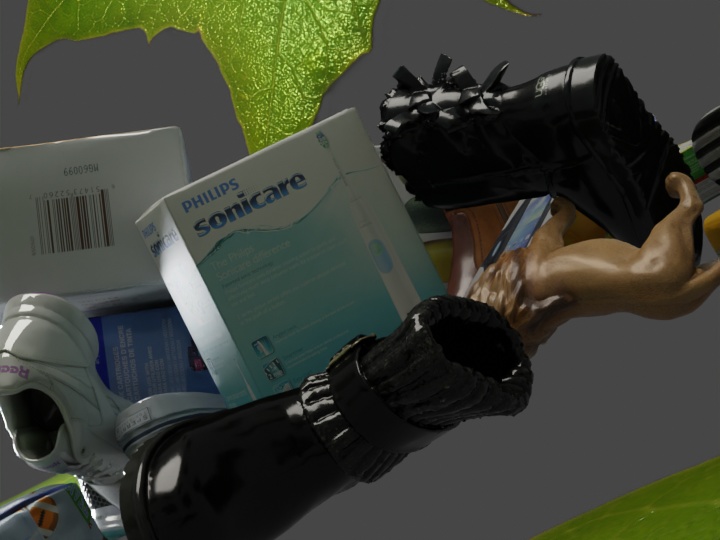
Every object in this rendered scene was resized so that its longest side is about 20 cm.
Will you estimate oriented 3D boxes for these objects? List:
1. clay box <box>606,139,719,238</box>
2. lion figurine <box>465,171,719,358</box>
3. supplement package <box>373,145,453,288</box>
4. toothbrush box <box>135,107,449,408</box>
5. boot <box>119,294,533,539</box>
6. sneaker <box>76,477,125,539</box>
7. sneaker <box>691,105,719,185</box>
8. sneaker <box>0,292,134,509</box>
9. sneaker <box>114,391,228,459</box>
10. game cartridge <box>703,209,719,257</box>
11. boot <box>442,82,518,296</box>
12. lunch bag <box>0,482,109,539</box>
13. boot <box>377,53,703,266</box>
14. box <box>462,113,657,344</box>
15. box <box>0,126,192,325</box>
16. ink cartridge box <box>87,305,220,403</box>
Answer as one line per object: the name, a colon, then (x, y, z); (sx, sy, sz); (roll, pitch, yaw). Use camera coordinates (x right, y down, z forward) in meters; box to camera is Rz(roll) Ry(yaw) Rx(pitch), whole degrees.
clay box: (0.209, -0.053, 1.363); (0.114, 0.048, 0.200); (-29, 1, -16)
lion figurine: (0.143, 0.005, 0.996); (0.199, 0.073, 0.123); (-19, 23, 42)
supplement package: (0.041, -0.031, 1.583); (0.198, 0.153, 0.151); (-5, -6, -17)
toothbrush box: (-0.031, 0.020, 1.103); (0.146, 0.201, 0.085); (-28, 2, -22)
boot: (-0.015, 0.082, 0.893); (0.157, 0.080, 0.211); (-26, 1, 33)
sneaker: (-0.148, 0.136, 1.366); (0.077, 0.092, 0.200); (-26, 1, 41)
sneaker: (0.333, -0.131, 1.205); (0.199, 0.076, 0.115); (-26, -2, 43)
sneaker: (-0.188, 0.111, 1.131); (0.074, 0.201, 0.100); (-11, 40, 24)
sneaker: (-0.085, 0.122, 1.160); (0.073, 0.071, 0.199); (-33, -19, 33)
game cartridge: (0.343, -0.079, 1.114); (0.176, 0.033, 0.200); (-28, 0, -39)
boot: (0.078, -0.044, 1.477); (0.187, 0.201, 0.068); (-27, 1, -17)
lunch bag: (-0.251, 0.205, 1.091); (0.199, 0.076, 0.160); (-28, -1, -22)
boot: (0.114, -0.060, 1.103); (0.162, 0.198, 0.074); (-6, 50, 35)
box: (0.142, -0.035, 1.245); (0.201, 0.041, 0.119); (-61, 13, -16)
box: (-0.190, -0.024, 1.221); (0.151, 0.107, 0.200); (-8, -6, -5)
ink cartridge box: (-0.140, 0.067, 1.265); (0.198, 0.077, 0.136); (-9, -6, -5)
